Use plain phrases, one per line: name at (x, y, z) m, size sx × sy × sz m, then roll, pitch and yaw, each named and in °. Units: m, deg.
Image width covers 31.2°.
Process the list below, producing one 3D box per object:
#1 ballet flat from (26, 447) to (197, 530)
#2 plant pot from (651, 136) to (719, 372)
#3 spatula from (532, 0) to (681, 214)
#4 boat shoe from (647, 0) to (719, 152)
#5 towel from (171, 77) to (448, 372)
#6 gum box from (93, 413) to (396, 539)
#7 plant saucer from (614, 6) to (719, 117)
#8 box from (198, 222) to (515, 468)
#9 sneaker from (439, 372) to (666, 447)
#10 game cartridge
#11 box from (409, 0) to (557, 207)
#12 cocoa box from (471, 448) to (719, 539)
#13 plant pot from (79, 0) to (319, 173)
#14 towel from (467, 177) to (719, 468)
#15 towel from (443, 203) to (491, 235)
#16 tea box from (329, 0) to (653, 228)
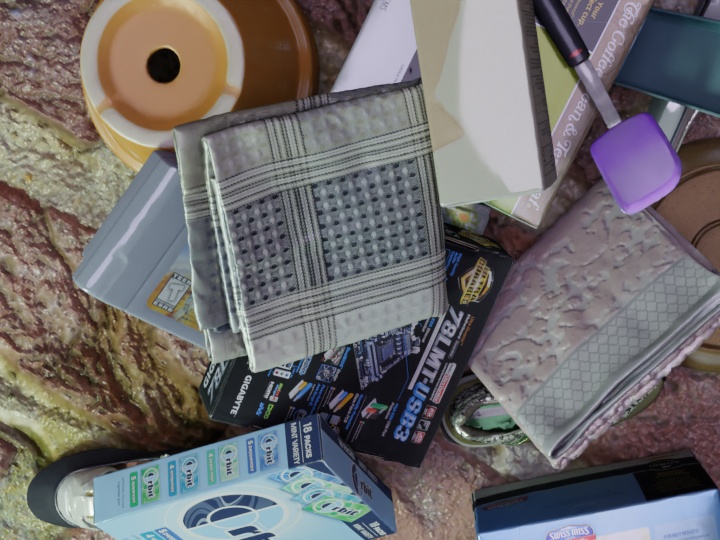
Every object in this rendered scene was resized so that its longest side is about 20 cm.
ballet flat at (-0.204, 0.190, 1.122) m, size 0.197 × 0.073 × 0.074 m, roll -7°, pitch 96°, yaw 5°
plant pot at (0.308, -0.011, 1.088) m, size 0.197 × 0.027 × 0.203 m, roll 0°, pitch 96°, yaw 3°
spatula at (0.171, -0.140, 0.953) m, size 0.056 × 0.021 × 0.201 m, roll -30°, pitch 94°, yaw 10°
boat shoe at (0.295, -0.170, 1.054) m, size 0.069 × 0.071 × 0.202 m, roll 25°, pitch 92°, yaw -1°
towel at (-0.031, -0.030, 0.935) m, size 0.197 × 0.035 × 0.195 m, roll -13°, pitch 117°, yaw -14°
gum box at (-0.091, 0.194, 1.057) m, size 0.198 × 0.170 × 0.045 m, roll -18°, pitch 55°, yaw 13°
plant saucer at (0.255, -0.162, 0.999) m, size 0.019 × 0.200 × 0.071 m, roll 23°, pitch 98°, yaw -23°
box at (-0.003, 0.045, 1.026) m, size 0.196 × 0.050 × 0.202 m, roll 15°, pitch 107°, yaw -27°
sneaker at (0.162, 0.114, 1.079) m, size 0.197 × 0.089 × 0.078 m, roll -15°, pitch 95°, yaw 5°
game cartridge at (-0.111, -0.008, 1.001) m, size 0.134 × 0.199 × 0.042 m, roll -51°, pitch 46°, yaw 9°
box at (0.086, -0.153, 0.916) m, size 0.077 × 0.095 × 0.203 m, roll -7°, pitch 96°, yaw 15°
cocoa box at (0.201, 0.243, 1.068) m, size 0.197 × 0.131 × 0.135 m, roll -12°, pitch 95°, yaw 5°
plant pot at (-0.139, -0.162, 1.023) m, size 0.197 × 0.183 × 0.203 m, roll 0°, pitch 96°, yaw 4°
towel at (0.178, 0.034, 1.030) m, size 0.200 × 0.191 × 0.032 m, roll -43°, pitch 128°, yaw 4°
towel at (0.000, 0.000, 1.099) m, size 0.169 × 0.048 × 0.202 m, roll 24°, pitch 97°, yaw 2°
tea box at (0.100, -0.169, 1.032) m, size 0.195 × 0.134 × 0.202 m, roll 28°, pitch 97°, yaw 1°
